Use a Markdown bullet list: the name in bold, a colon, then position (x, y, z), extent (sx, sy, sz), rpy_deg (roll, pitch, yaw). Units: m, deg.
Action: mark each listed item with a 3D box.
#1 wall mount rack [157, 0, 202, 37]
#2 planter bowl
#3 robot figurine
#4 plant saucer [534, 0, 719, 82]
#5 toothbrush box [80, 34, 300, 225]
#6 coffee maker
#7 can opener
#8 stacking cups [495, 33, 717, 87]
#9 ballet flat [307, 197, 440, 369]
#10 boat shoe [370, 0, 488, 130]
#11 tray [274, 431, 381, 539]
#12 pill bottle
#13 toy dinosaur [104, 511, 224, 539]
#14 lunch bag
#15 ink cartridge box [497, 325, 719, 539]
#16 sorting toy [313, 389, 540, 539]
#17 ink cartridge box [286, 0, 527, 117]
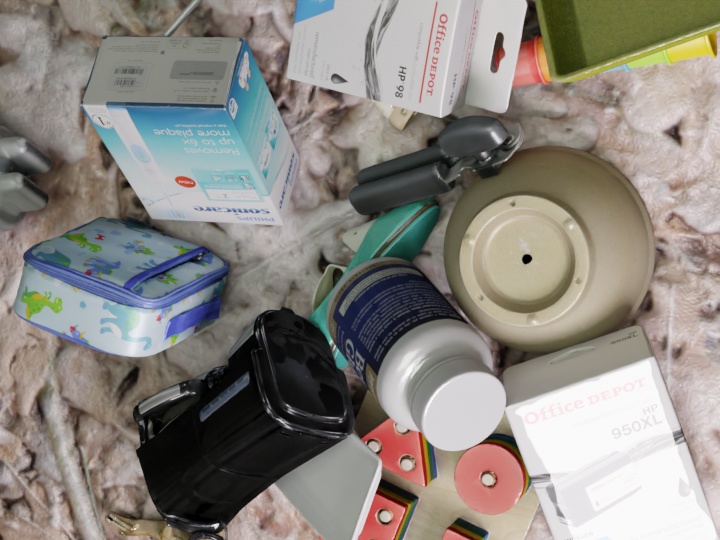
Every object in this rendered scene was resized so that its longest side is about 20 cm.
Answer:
- **wall mount rack**: position (-0.175, -0.304, 1.555), extent (0.200, 0.174, 0.075), rpy_deg (43, 141, 9)
- **planter bowl**: position (0.162, -0.014, 1.492), extent (0.200, 0.135, 0.200), rpy_deg (2, 96, 18)
- **robot figurine**: position (-0.423, -0.090, 1.680), extent (0.200, 0.113, 0.170), rpy_deg (-5, 66, 18)
- **plant saucer**: position (0.255, -0.267, 1.449), extent (0.200, 0.048, 0.200), rpy_deg (-18, 58, 18)
- **toothbrush box**: position (-0.157, -0.131, 1.545), extent (0.146, 0.200, 0.085), rpy_deg (4, 62, 16)
- **coffee maker**: position (-0.104, 0.164, 1.558), extent (0.200, 0.135, 0.192), rpy_deg (-37, 75, 36)
- **can opener**: position (0.068, -0.104, 1.522), extent (0.200, 0.053, 0.066), rpy_deg (-19, 123, 41)
- **stacking cups**: position (0.226, -0.202, 1.497), extent (0.200, 0.061, 0.061), rpy_deg (-12, 92, 21)
- **ballet flat**: position (0.000, 0.000, 1.583), extent (0.070, 0.067, 0.200), rpy_deg (37, 103, 26)
- **boat shoe**: position (0.090, -0.213, 1.531), extent (0.200, 0.072, 0.065), rpy_deg (-41, 87, 23)
- **tray**: position (-0.034, 0.190, 1.575), extent (0.200, 0.022, 0.107), rpy_deg (38, 113, 56)
- **pill bottle**: position (0.053, 0.078, 1.480), extent (0.111, 0.111, 0.200), rpy_deg (-60, 33, 14)
- **toy dinosaur**: position (-0.172, 0.294, 1.679), extent (0.200, 0.058, 0.101), rpy_deg (38, 120, 19)
- **lunch bag**: position (-0.227, 0.015, 1.583), extent (0.161, 0.200, 0.082), rpy_deg (21, 108, 16)
- **ink cartridge box**: position (0.226, 0.171, 1.477), extent (0.145, 0.084, 0.200), rpy_deg (-20, 106, 8)
- **sorting toy**: position (0.068, 0.214, 1.577), extent (0.200, 0.070, 0.199), rpy_deg (25, 102, 14)
- **ink cartridge box**: position (0.041, -0.213, 1.478), extent (0.200, 0.067, 0.116), rpy_deg (16, 111, 20)
